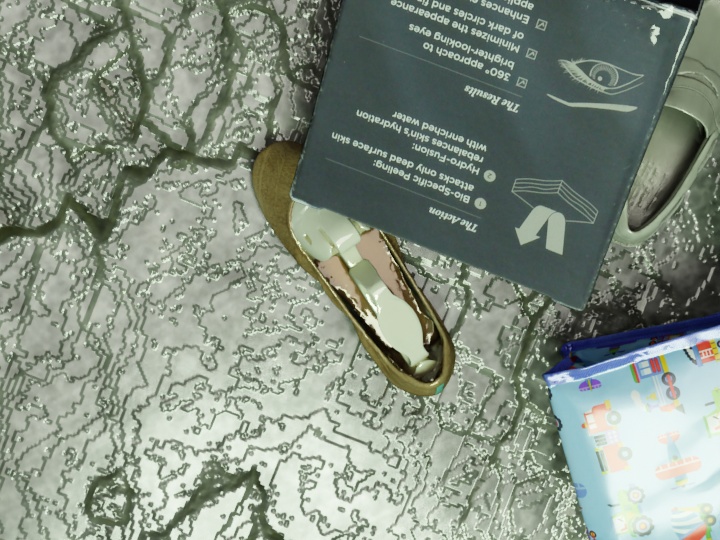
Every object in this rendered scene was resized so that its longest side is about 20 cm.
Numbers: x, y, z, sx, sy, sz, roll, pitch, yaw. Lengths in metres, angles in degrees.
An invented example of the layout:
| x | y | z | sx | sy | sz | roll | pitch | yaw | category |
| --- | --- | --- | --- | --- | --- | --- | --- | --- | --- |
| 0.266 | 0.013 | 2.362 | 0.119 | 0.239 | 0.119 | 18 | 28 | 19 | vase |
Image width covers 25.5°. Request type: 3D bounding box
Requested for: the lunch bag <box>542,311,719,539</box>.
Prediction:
| x | y | z | sx | sy | sz | roll | pitch | yaw | category |
| --- | --- | --- | --- | --- | --- | --- | --- | --- | --- |
| 0.238 | 0.106 | 1.035 | 0.198 | 0.094 | 0.152 | -15 | 97 | 19 | lunch bag |

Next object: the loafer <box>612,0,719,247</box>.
| x | y | z | sx | sy | sz | roll | pitch | yaw | category |
| --- | --- | --- | --- | --- | --- | --- | --- | --- | --- |
| 0.217 | -0.108 | 1.060 | 0.069 | 0.070 | 0.201 | 23 | 92 | -9 | loafer |

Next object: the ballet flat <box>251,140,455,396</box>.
| x | y | z | sx | sy | sz | roll | pitch | yaw | category |
| --- | --- | --- | --- | --- | --- | --- | --- | --- | --- |
| 0.000 | 0.000 | 1.041 | 0.068 | 0.072 | 0.201 | -33 | 98 | -4 | ballet flat |

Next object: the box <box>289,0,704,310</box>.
| x | y | z | sx | sy | sz | roll | pitch | yaw | category |
| --- | --- | --- | --- | --- | --- | --- | --- | --- | --- |
| 0.084 | -0.114 | 0.961 | 0.195 | 0.118 | 0.201 | 21 | 120 | 7 | box |
